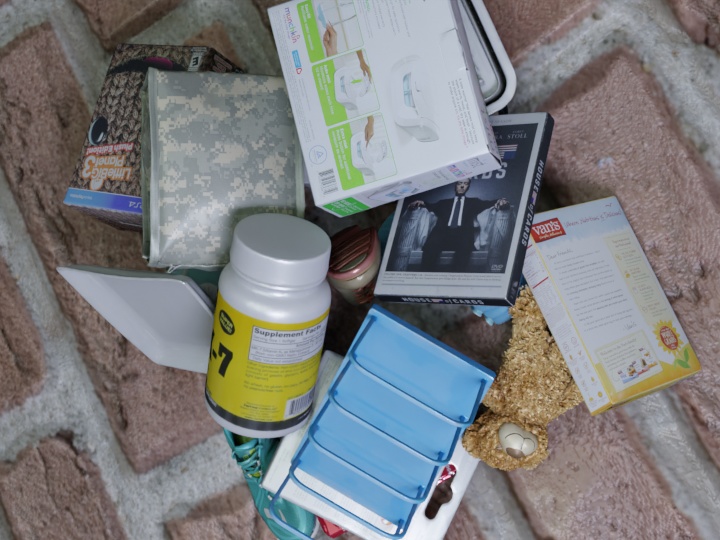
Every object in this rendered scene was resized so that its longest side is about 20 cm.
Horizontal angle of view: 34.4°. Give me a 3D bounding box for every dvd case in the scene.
[{"bbox_3d":[0.103,-0.062,1.145,0.149,0.025,0.202,1,66,34],"label":"dvd case"}]

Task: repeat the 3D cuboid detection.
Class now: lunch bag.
[{"bbox_3d":[-0.143,-0.096,1.198,0.162,0.117,0.203,0,84,-16],"label":"lunch bag"}]

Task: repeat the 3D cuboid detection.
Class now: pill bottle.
[{"bbox_3d":[-0.090,0.054,1.147,0.113,0.114,0.202,23,120,22],"label":"pill bottle"}]

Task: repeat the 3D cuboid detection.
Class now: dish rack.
[{"bbox_3d":[0.053,-0.224,1.184,0.170,0.044,0.202,-25,80,8],"label":"dish rack"}]

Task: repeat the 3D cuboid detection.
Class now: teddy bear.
[{"bbox_3d":[0.174,0.112,1.174,0.201,0.144,0.067,-57,33,1],"label":"teddy bear"}]

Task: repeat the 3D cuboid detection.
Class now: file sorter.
[{"bbox_3d":[0.017,0.167,1.115,0.138,0.123,0.201,29,113,3],"label":"file sorter"}]

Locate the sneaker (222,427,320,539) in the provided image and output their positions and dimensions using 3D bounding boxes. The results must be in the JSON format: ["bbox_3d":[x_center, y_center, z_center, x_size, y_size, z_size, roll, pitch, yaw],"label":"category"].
[{"bbox_3d":[-0.112,0.215,1.291,0.077,0.080,0.201,-32,75,14],"label":"sneaker"}]

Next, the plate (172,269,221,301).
[{"bbox_3d":[-0.143,0.030,1.324,0.198,0.026,0.203,5,103,24],"label":"plate"}]

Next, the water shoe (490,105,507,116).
[{"bbox_3d":[0.135,-0.143,1.235,0.071,0.079,0.203,-4,83,35],"label":"water shoe"}]

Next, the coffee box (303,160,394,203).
[{"bbox_3d":[-0.003,-0.183,1.277,0.079,0.113,0.202,5,85,21],"label":"coffee box"}]

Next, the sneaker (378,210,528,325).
[{"bbox_3d":[0.105,0.001,1.238,0.080,0.130,0.200,-56,33,-4],"label":"sneaker"}]

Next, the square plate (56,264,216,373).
[{"bbox_3d":[-0.206,0.053,1.271,0.197,0.200,0.029,6,57,36],"label":"square plate"}]

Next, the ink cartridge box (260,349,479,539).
[{"bbox_3d":[0.016,0.199,1.236,0.198,0.047,0.161,26,84,1],"label":"ink cartridge box"}]

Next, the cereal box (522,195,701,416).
[{"bbox_3d":[0.240,0.030,1.148,0.040,0.143,0.202,-42,66,50],"label":"cereal box"}]

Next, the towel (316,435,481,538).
[{"bbox_3d":[0.021,0.184,1.262,0.199,0.022,0.146,-28,74,7],"label":"towel"}]

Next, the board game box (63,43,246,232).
[{"bbox_3d":[-0.227,-0.147,1.333,0.158,0.097,0.202,8,78,36],"label":"board game box"}]

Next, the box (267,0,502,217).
[{"bbox_3d":[0.024,-0.175,1.114,0.175,0.097,0.202,-17,82,12],"label":"box"}]

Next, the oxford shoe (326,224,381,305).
[{"bbox_3d":[0.000,0.000,1.218,0.070,0.200,0.075,-30,99,1],"label":"oxford shoe"}]
